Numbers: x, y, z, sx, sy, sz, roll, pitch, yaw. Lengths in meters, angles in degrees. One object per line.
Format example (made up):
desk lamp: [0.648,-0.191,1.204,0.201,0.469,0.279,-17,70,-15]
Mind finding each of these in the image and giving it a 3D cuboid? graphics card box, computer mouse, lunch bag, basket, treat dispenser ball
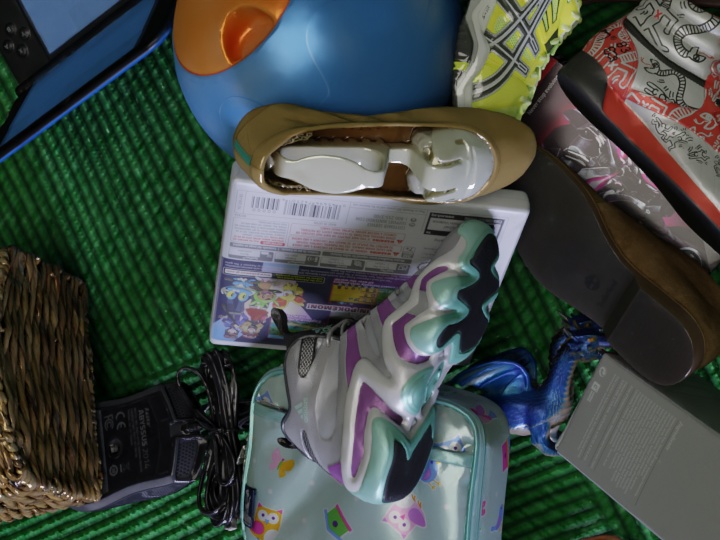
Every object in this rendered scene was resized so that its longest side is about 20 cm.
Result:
graphics card box: [0.167,-0.055,0.969,0.200,0.051,0.126,40,107,6]
computer mouse: [-0.166,0.147,1.088,0.200,0.053,0.139,-13,74,30]
lunch bag: [0.005,0.147,0.982,0.200,0.077,0.161,9,99,26]
basket: [-0.304,0.095,1.058,0.149,0.143,0.200,-14,71,18]
treat dispenser ball: [-0.029,-0.159,0.931,0.201,0.201,0.201,3,100,16]

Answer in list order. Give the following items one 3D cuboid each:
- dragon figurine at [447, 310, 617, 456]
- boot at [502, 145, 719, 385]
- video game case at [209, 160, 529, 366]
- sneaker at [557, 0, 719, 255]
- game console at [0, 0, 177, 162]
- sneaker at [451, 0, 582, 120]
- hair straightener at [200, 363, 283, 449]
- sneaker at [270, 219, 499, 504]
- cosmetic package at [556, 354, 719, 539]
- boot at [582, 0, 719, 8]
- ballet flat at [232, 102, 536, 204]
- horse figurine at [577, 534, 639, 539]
dragon figurine: [0.104,0.092,1.006,0.200,0.059,0.100,-14,94,23]
boot: [0.172,-0.011,0.921,0.200,0.075,0.074,51,136,21]
video game case: [0.000,0.000,0.955,0.200,0.023,0.182,5,140,-8]
sneaker: [0.235,-0.095,0.892,0.108,0.067,0.201,-42,80,0]
game console: [-0.226,-0.200,1.015,0.200,0.118,0.171,-30,89,26]
sneaker: [0.106,-0.157,0.896,0.076,0.075,0.200,8,98,10]
hair straightener: [-0.051,0.110,1.074,0.200,0.041,0.077,-19,93,23]
sneaker: [0.001,0.042,0.912,0.140,0.078,0.200,24,89,30]
cosmetic package: [0.237,0.139,0.889,0.200,0.107,0.090,45,114,52]
boot: [0.179,-0.267,0.922,0.200,0.064,0.187,0,110,19]
ballet flat: [0.021,-0.065,0.843,0.200,0.063,0.069,-1,118,-13]
horse figurine: [0.110,0.262,1.036,0.200,0.050,0.133,2,87,23]
